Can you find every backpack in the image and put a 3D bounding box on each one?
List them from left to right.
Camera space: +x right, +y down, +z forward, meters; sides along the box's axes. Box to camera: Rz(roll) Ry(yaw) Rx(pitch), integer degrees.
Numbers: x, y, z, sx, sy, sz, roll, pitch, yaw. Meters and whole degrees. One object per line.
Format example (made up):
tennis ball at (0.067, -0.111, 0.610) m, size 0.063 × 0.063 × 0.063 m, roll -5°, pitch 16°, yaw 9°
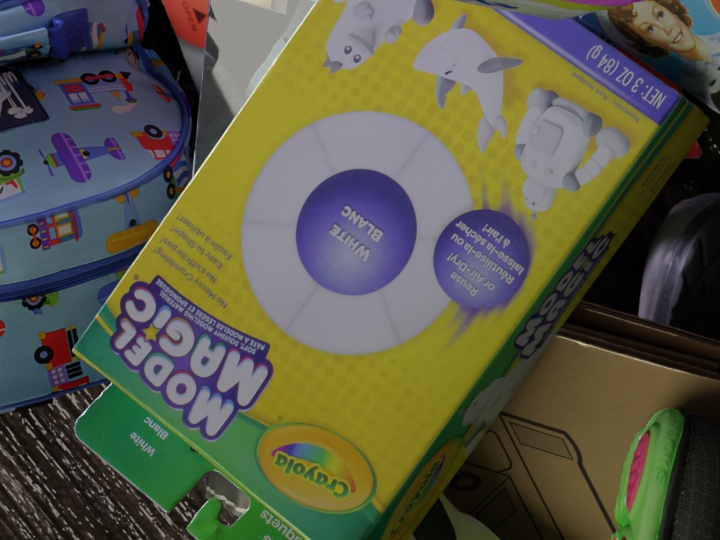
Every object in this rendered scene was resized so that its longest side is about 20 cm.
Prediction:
backpack at (-0.144, -0.043, 0.958) m, size 0.200 × 0.182 × 0.135 m, roll 50°, pitch 146°, yaw 44°

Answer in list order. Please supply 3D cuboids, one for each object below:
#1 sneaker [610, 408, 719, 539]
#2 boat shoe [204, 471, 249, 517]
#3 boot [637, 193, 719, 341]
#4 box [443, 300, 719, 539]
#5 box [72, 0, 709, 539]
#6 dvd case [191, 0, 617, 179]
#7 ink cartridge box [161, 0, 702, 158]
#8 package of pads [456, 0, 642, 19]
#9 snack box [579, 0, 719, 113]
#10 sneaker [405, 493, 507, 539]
sneaker at (0.128, 0.132, 0.796) m, size 0.077 × 0.084 × 0.200 m, roll -78°, pitch -30°, yaw -80°
boat shoe at (0.025, 0.126, 0.973) m, size 0.202 × 0.060 × 0.072 m, roll 30°, pitch -179°, yaw -10°
boot at (0.080, 0.043, 0.916) m, size 0.131 × 0.068 × 0.200 m, roll 31°, pitch 137°, yaw 37°
box at (0.055, 0.089, 0.873) m, size 0.163 × 0.021 × 0.200 m, roll 16°, pitch 132°, yaw 15°
box at (0.000, 0.000, 0.795) m, size 0.117 × 0.048 × 0.200 m, roll 37°, pitch 97°, yaw 19°
dvd case at (0.014, -0.075, 0.856) m, size 0.146 × 0.022 × 0.200 m, roll 19°, pitch 118°, yaw 23°
ink cartridge box at (0.007, -0.098, 0.891) m, size 0.200 × 0.050 × 0.162 m, roll 5°, pitch 122°, yaw 50°
package of pads at (0.023, -0.171, 0.672) m, size 0.068 × 0.154 × 0.200 m, roll -6°, pitch 83°, yaw 46°
snack box at (0.150, -0.094, 0.700) m, size 0.116 × 0.037 × 0.200 m, roll 34°, pitch 150°, yaw -2°
sneaker at (0.048, 0.127, 0.853) m, size 0.200 × 0.080 × 0.074 m, roll 57°, pitch 152°, yaw -2°
